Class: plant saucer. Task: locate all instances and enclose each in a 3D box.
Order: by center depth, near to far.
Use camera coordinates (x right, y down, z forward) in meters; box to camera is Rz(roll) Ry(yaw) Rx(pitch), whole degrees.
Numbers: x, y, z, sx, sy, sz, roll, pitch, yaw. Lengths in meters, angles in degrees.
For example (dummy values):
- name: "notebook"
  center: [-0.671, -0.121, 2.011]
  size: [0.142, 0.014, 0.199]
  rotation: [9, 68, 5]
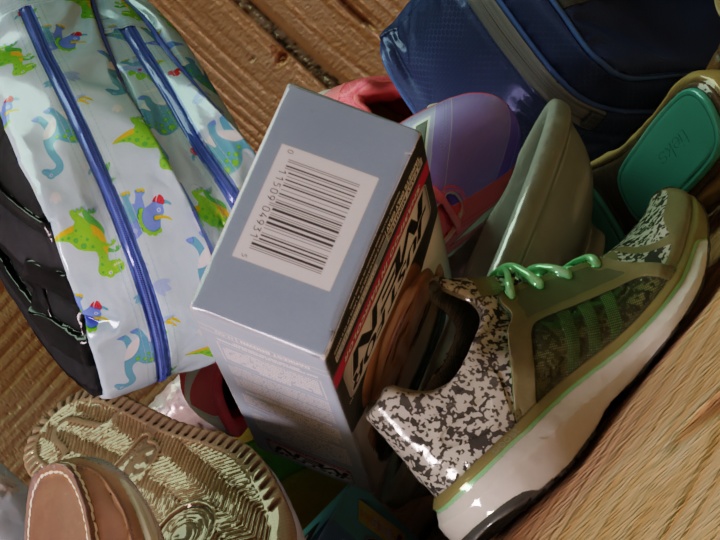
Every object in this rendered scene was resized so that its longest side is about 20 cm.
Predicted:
- name: "plant saucer"
  center: [0.069, 0.022, 1.337]
  size: [0.200, 0.050, 0.201]
  rotation: [-157, 90, -88]

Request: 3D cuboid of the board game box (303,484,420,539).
- name: "board game box"
  center: [-0.066, 0.199, 1.288]
  size: [0.200, 0.047, 0.151]
  rotation: [-46, 4, 23]

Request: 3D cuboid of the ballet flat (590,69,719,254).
- name: "ballet flat"
  center: [0.138, -0.031, 1.388]
  size: [0.063, 0.069, 0.200]
  rotation: [-14, -16, -37]

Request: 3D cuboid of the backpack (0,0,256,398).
- name: "backpack"
  center: [-0.111, -0.034, 1.292]
  size: [0.153, 0.164, 0.200]
  rotation: [-8, 30, -1]

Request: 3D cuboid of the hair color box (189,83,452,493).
- name: "hair color box"
  center: [-0.011, 0.012, 1.197]
  size: [0.200, 0.060, 0.099]
  rotation: [74, -142, -71]

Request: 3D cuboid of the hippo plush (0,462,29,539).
- name: "hippo plush"
  center: [-0.172, 0.175, 1.356]
  size: [0.159, 0.200, 0.161]
  rotation: [9, 59, 54]

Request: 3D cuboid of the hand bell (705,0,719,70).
- name: "hand bell"
  center: [0.188, -0.103, 1.475]
  size: [0.104, 0.104, 0.200]
  rotation: [-51, -9, -48]

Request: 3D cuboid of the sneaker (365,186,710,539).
- name: "sneaker"
  center: [0.074, 0.020, 1.208]
  size: [0.200, 0.089, 0.077]
  rotation: [-50, 4, -34]

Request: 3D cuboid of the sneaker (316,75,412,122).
- name: "sneaker"
  center: [0.063, -0.063, 1.665]
  size: [0.087, 0.199, 0.074]
  rotation: [142, 137, -64]

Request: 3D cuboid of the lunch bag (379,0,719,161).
- name: "lunch bag"
  center: [0.128, -0.124, 1.578]
  size: [0.200, 0.136, 0.132]
  rotation: [-12, -26, -49]

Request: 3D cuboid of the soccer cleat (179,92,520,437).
- name: "soccer cleat"
  center: [0.000, 0.000, 1.336]
  size: [0.200, 0.067, 0.077]
  rotation: [-40, 26, 2]

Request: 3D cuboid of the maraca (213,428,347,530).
- name: "maraca"
  center: [-0.049, 0.119, 1.403]
  size: [0.137, 0.107, 0.200]
  rotation: [-23, -25, -48]

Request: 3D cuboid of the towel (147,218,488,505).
- name: "towel"
  center: [0.006, 0.041, 1.480]
  size: [0.200, 0.032, 0.191]
  rotation: [-46, -36, 14]

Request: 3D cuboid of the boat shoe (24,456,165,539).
- name: "boat shoe"
  center: [-0.110, 0.166, 1.095]
  size: [0.072, 0.201, 0.076]
  rotation: [7, -22, -36]

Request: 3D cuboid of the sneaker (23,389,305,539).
- name: "sneaker"
  center: [-0.060, 0.121, 1.246]
  size: [0.070, 0.109, 0.200]
  rotation: [-46, 33, -12]
